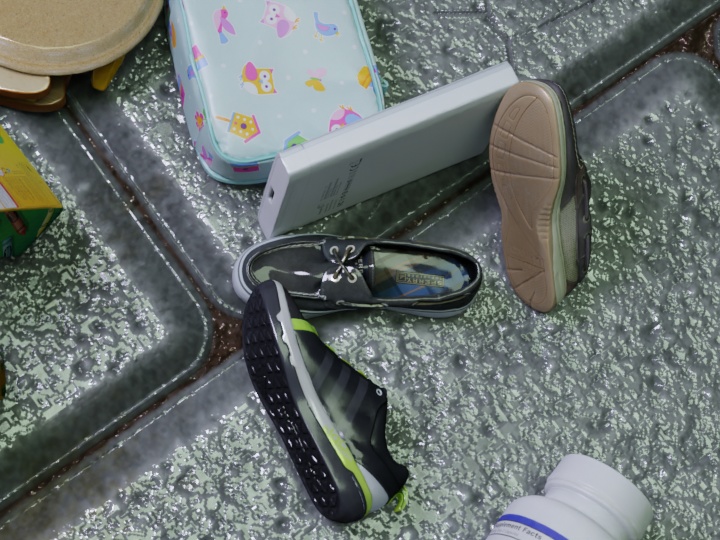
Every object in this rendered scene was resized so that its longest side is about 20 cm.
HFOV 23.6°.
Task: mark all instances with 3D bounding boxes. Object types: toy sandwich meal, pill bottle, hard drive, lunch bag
[{"bbox_3d":[-0.250,-0.219,1.369,0.203,0.070,0.207,4,64,-9],"label":"toy sandwich meal"},{"bbox_3d":[0.133,0.240,1.281,0.112,0.112,0.200,37,69,1],"label":"pill bottle"},{"bbox_3d":[0.020,-0.092,1.348,0.199,0.132,0.027,-23,75,-18],"label":"hard drive"},{"bbox_3d":[-0.066,-0.168,1.383,0.159,0.077,0.202,-11,76,-17],"label":"lunch bag"}]

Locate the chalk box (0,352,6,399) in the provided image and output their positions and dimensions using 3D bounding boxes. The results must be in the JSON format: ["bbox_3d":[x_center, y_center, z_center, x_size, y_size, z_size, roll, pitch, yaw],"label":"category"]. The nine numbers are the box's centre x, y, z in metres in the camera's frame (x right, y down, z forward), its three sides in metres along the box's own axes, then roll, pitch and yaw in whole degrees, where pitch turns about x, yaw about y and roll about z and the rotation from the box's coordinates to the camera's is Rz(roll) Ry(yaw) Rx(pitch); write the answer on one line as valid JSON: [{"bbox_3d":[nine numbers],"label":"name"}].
[{"bbox_3d":[-0.362,0.037,1.232,0.125,0.124,0.200,-38,83,-19],"label":"chalk box"}]

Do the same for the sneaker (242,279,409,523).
[{"bbox_3d":[-0.024,0.097,1.323,0.082,0.072,0.201,-20,84,-30],"label":"sneaker"}]

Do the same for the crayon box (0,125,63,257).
[{"bbox_3d":[-0.319,-0.100,1.258,0.058,0.119,0.200,-42,80,17],"label":"crayon box"}]

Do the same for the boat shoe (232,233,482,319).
[{"bbox_3d":[0.000,0.000,1.355,0.198,0.057,0.069,2,73,-12],"label":"boat shoe"}]

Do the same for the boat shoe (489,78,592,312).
[{"bbox_3d":[0.149,-0.065,1.359,0.072,0.201,0.065,22,41,41],"label":"boat shoe"}]
